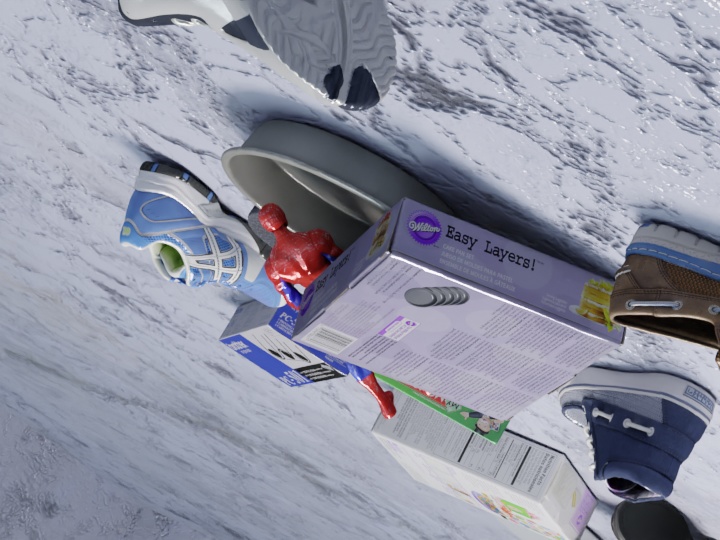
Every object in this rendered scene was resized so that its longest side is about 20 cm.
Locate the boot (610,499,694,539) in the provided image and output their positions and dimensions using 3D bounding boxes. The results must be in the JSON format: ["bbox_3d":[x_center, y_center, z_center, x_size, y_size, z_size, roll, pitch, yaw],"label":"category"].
[{"bbox_3d":[0.256,0.286,2.086,0.174,0.069,0.200,-11,144,44],"label":"boot"}]

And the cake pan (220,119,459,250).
[{"bbox_3d":[-0.007,-0.048,1.557,0.200,0.037,0.200,27,167,7],"label":"cake pan"}]

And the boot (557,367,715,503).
[{"bbox_3d":[0.199,0.131,1.685,0.073,0.090,0.200,32,166,-15],"label":"boot"}]

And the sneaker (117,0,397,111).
[{"bbox_3d":[-0.075,-0.161,1.205,0.199,0.080,0.130,34,167,-18],"label":"sneaker"}]

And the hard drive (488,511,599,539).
[{"bbox_3d":[0.188,0.269,2.339,0.132,0.026,0.200,16,161,41],"label":"hard drive"}]

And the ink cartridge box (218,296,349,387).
[{"bbox_3d":[-0.068,0.068,2.082,0.094,0.044,0.200,33,166,-12],"label":"ink cartridge box"}]

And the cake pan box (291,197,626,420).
[{"bbox_3d":[0.067,0.034,1.520,0.184,0.052,0.200,22,152,-13],"label":"cake pan box"}]

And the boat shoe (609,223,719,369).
[{"bbox_3d":[0.245,0.039,1.298,0.200,0.072,0.072,20,164,31],"label":"boat shoe"}]

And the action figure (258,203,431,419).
[{"bbox_3d":[-0.017,0.024,1.619,0.200,0.065,0.052,52,-162,-29],"label":"action figure"}]

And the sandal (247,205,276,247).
[{"bbox_3d":[0.000,0.000,1.730,0.200,0.043,0.076,40,156,-13],"label":"sandal"}]

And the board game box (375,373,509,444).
[{"bbox_3d":[0.059,0.094,1.849,0.134,0.029,0.200,28,-178,-2],"label":"board game box"}]

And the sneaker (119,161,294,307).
[{"bbox_3d":[-0.136,-0.016,1.847,0.076,0.077,0.200,10,159,48],"label":"sneaker"}]

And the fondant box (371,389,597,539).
[{"bbox_3d":[0.126,0.198,2.142,0.200,0.058,0.144,22,165,28],"label":"fondant box"}]
